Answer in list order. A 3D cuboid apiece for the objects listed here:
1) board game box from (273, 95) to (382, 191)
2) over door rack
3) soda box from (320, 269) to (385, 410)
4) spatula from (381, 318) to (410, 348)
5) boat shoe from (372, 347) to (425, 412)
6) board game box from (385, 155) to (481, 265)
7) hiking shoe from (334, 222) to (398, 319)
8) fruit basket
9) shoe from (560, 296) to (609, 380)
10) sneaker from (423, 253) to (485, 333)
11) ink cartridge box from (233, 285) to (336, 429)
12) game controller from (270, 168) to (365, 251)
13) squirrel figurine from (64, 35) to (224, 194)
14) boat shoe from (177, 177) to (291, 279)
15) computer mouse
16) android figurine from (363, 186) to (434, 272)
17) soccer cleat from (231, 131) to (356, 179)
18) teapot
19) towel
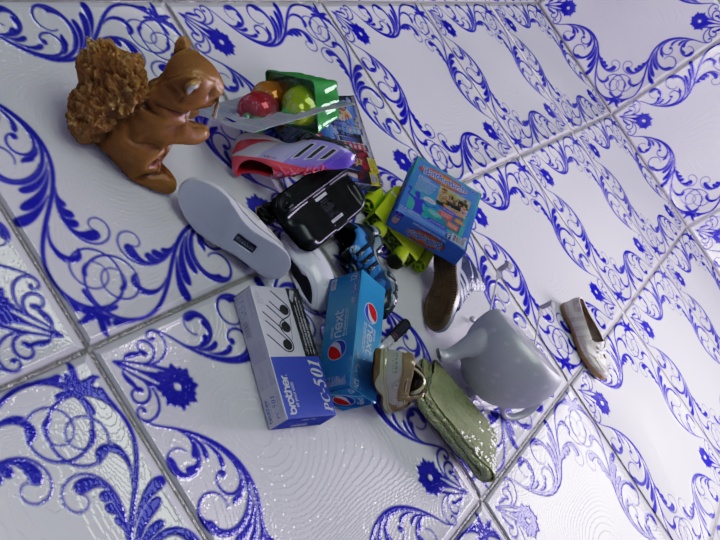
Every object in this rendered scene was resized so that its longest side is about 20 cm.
[{"bbox_3d":[-0.072,-0.236,1.464,0.200,0.062,0.200,3,64,-45],"label":"board game box"},{"bbox_3d":[0.292,0.108,1.597,0.148,0.067,0.200,39,58,-21],"label":"over door rack"},{"bbox_3d":[-0.012,0.104,1.221,0.068,0.064,0.200,41,44,-41],"label":"soda box"},{"bbox_3d":[0.043,0.121,1.343,0.057,0.021,0.200,54,34,1],"label":"spatula"},{"bbox_3d":[0.064,0.169,1.213,0.200,0.066,0.074,62,30,-67],"label":"boat shoe"},{"bbox_3d":[0.142,-0.117,1.533,0.152,0.045,0.200,30,40,-5],"label":"board game box"},{"bbox_3d":[0.000,0.000,1.360,0.087,0.074,0.200,16,40,-33],"label":"hiking shoe"},{"bbox_3d":[-0.140,-0.254,1.290,0.200,0.185,0.094,-31,127,-32],"label":"fruit basket"},{"bbox_3d":[0.525,0.154,1.863,0.070,0.053,0.200,0,62,-50],"label":"shoe"},{"bbox_3d":[0.180,0.048,1.526,0.108,0.070,0.200,44,44,-38],"label":"sneaker"},{"bbox_3d":[-0.107,0.120,1.143,0.094,0.044,0.200,6,58,-46],"label":"ink cartridge box"},{"bbox_3d":[-0.064,-0.108,1.319,0.104,0.042,0.200,59,41,-10],"label":"game controller"},{"bbox_3d":[-0.287,-0.229,1.092,0.200,0.187,0.142,19,48,-40],"label":"squirrel figurine"},{"bbox_3d":[-0.184,-0.067,1.199,0.200,0.071,0.070,38,11,-18],"label":"boat shoe"},{"bbox_3d":[-0.089,-0.031,1.291,0.110,0.044,0.200,-15,74,-55],"label":"computer mouse"},{"bbox_3d":[0.075,-0.085,1.535,0.182,0.041,0.200,47,36,-11],"label":"android figurine"},{"bbox_3d":[-0.107,-0.174,1.300,0.200,0.068,0.073,6,58,3],"label":"soccer cleat"},{"bbox_3d":[0.248,0.177,1.436,0.200,0.146,0.197,48,10,10],"label":"teapot"},{"bbox_3d":[0.159,0.245,1.345,0.200,0.036,0.148,49,21,-10],"label":"towel"}]
